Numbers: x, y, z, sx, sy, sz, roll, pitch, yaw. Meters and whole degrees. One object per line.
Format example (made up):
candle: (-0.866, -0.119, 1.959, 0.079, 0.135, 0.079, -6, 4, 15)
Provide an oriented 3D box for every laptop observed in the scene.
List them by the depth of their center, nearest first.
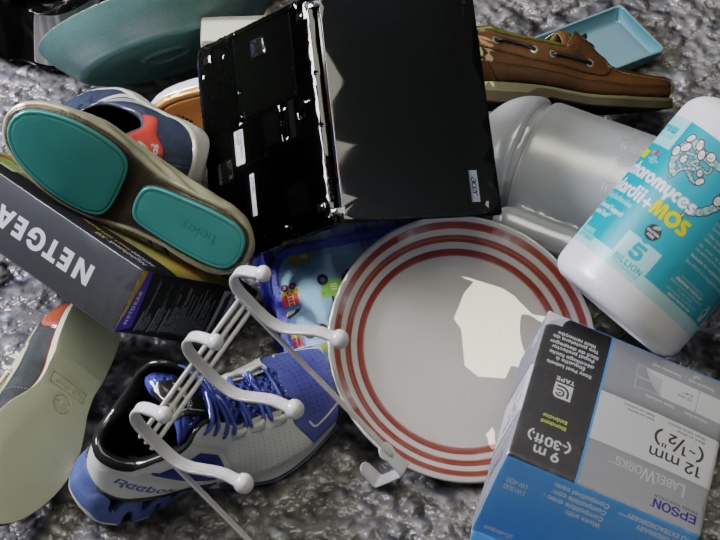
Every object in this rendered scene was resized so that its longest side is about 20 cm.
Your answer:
laptop: (-0.014, -0.104, 1.485, 0.103, 0.199, 0.178, 11, 66, -47)

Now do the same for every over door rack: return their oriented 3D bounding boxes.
over door rack: (-0.047, 0.114, 1.326, 0.066, 0.200, 0.148, -12, 33, 43)

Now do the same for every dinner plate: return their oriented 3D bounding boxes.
dinner plate: (0.073, 0.057, 1.456, 0.199, 0.024, 0.201, 3, 73, -8)

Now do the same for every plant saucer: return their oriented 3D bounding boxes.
plant saucer: (-0.162, -0.190, 1.639, 0.199, 0.200, 0.036, -15, 83, -13)
plant saucer: (0.158, -0.170, 1.709, 0.199, 0.019, 0.070, -22, 51, -20)

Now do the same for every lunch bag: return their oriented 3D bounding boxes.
lunch bag: (0.000, 0.000, 1.519, 0.150, 0.094, 0.201, -11, 63, -9)

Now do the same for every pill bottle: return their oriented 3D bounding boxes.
pill bottle: (0.240, -0.045, 1.424, 0.111, 0.111, 0.200, 40, 91, 31)

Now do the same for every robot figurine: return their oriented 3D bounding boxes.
robot figurine: (0.164, -0.066, 1.547, 0.199, 0.113, 0.170, 20, 38, 18)

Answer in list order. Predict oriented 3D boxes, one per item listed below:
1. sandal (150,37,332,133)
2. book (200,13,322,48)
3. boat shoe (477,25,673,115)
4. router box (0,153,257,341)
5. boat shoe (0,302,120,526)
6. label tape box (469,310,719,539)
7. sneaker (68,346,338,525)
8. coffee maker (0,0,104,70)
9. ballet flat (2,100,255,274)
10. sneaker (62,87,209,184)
sandal: (-0.068, -0.120, 1.553, 0.206, 0.079, 0.059, -15, 41, 14)
book: (-0.025, -0.139, 1.601, 0.199, 0.134, 0.048, -1, 41, -2)
boat shoe: (0.169, -0.163, 1.624, 0.199, 0.072, 0.068, 2, 86, -29)
router box: (-0.197, -0.018, 1.483, 0.200, 0.157, 0.052, 32, 100, 26)
boat shoe: (-0.234, 0.102, 1.430, 0.062, 0.071, 0.201, -22, 35, 41)
label tape box: (0.163, 0.141, 1.365, 0.143, 0.066, 0.201, 23, 47, -2)
sneaker: (-0.102, 0.104, 1.376, 0.199, 0.115, 0.081, -21, 69, -19)
coffee maker: (-0.290, -0.296, 1.703, 0.134, 0.201, 0.192, -20, 51, -20)
ballet flat: (-0.164, -0.062, 1.435, 0.199, 0.069, 0.070, 33, 49, -9)
sneaker: (-0.201, -0.106, 1.545, 0.084, 0.075, 0.200, 7, 5, -39)
